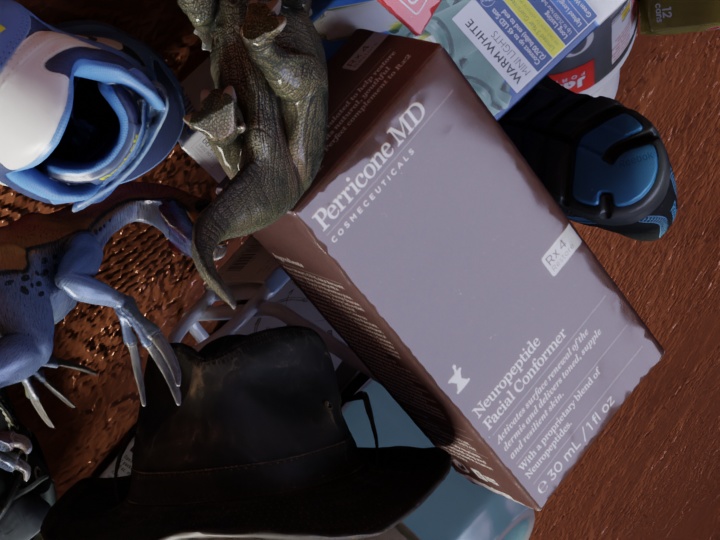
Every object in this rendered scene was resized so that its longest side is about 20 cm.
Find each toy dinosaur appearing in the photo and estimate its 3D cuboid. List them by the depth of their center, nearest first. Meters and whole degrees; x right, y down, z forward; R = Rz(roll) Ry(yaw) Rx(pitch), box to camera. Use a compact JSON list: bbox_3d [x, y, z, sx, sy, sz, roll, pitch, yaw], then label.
[{"bbox_3d":[-0.038,-0.075,0.799,0.076,0.201,0.102,-19,151,9],"label":"toy dinosaur"},{"bbox_3d":[-0.126,0.002,0.822,0.182,0.104,0.201,-66,145,-39],"label":"toy dinosaur"}]

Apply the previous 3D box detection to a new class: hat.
[{"bbox_3d":[-0.051,0.066,0.897,0.200,0.199,0.082,-15,102,-60],"label":"hat"}]

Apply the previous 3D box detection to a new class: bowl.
[{"bbox_3d":[0.025,0.152,1.145,0.201,0.105,0.201,-50,161,-23],"label":"bowl"}]

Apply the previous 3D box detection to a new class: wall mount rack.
[{"bbox_3d":[0.000,0.000,1.031,0.200,0.173,0.075,-48,114,-25],"label":"wall mount rack"}]

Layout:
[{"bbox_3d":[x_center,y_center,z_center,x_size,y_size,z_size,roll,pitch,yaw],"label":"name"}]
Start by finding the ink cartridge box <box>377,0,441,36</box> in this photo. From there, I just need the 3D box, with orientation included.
[{"bbox_3d":[0.019,-0.215,0.797,0.200,0.045,0.177,36,81,-38],"label":"ink cartridge box"}]

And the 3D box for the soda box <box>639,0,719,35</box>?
[{"bbox_3d":[0.172,-0.227,1.073,0.068,0.063,0.202,-56,140,-83],"label":"soda box"}]

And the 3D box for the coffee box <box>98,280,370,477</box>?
[{"bbox_3d":[-0.052,0.091,1.138,0.200,0.080,0.113,-50,159,-20],"label":"coffee box"}]

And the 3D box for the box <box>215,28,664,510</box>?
[{"bbox_3d":[0.040,0.001,0.895,0.100,0.075,0.200,-49,120,-14],"label":"box"}]

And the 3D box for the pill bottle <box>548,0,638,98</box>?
[{"bbox_3d":[0.090,-0.156,1.070,0.116,0.115,0.200,-51,157,-18],"label":"pill bottle"}]

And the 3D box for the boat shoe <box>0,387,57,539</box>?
[{"bbox_3d":[-0.168,0.106,0.924,0.074,0.066,0.200,-43,154,-31],"label":"boat shoe"}]

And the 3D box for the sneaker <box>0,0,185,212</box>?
[{"bbox_3d":[-0.113,-0.059,0.806,0.074,0.082,0.200,-62,161,8],"label":"sneaker"}]

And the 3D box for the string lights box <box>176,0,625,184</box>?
[{"bbox_3d":[0.017,-0.102,0.928,0.200,0.059,0.103,-44,119,5],"label":"string lights box"}]

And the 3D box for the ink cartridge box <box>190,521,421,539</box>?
[{"bbox_3d":[-0.027,0.218,0.982,0.145,0.144,0.201,-29,122,-18],"label":"ink cartridge box"}]

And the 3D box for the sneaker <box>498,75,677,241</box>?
[{"bbox_3d":[0.070,-0.071,1.012,0.073,0.199,0.082,-54,153,-2],"label":"sneaker"}]
